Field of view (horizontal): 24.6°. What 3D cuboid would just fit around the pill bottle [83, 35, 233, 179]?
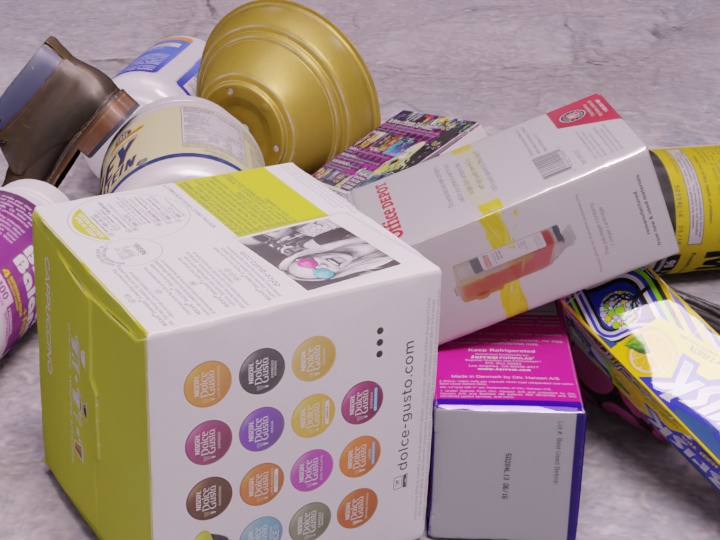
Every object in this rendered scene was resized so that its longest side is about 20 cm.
[{"bbox_3d":[-0.201,-0.153,1.630,0.112,0.112,0.200,8,26,11],"label":"pill bottle"}]

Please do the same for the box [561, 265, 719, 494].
[{"bbox_3d":[0.227,0.082,1.118,0.064,0.070,0.200,-39,63,-7],"label":"box"}]

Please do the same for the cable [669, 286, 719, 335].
[{"bbox_3d":[0.251,0.035,1.386,0.199,0.050,0.097,22,11,11],"label":"cable"}]

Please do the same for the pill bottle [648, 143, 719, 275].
[{"bbox_3d":[0.322,-0.057,1.477,0.199,0.115,0.114,-5,26,-16],"label":"pill bottle"}]

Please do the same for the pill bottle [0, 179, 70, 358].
[{"bbox_3d":[-0.293,0.001,1.289,0.112,0.113,0.200,8,26,11],"label":"pill bottle"}]

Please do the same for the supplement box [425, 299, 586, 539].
[{"bbox_3d":[0.095,0.090,1.151,0.103,0.102,0.200,2,24,1],"label":"supplement box"}]

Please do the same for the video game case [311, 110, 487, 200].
[{"bbox_3d":[0.005,-0.068,1.399,0.181,0.036,0.200,-38,16,-9],"label":"video game case"}]

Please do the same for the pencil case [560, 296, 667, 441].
[{"bbox_3d":[0.187,0.050,1.260,0.093,0.091,0.200,-27,39,-26],"label":"pencil case"}]

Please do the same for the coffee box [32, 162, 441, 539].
[{"bbox_3d":[-0.086,0.067,1.064,0.197,0.200,0.200,-12,29,-27],"label":"coffee box"}]

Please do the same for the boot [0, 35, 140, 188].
[{"bbox_3d":[-0.291,-0.110,1.428,0.097,0.200,0.075,46,14,-10],"label":"boot"}]

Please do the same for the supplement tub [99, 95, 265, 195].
[{"bbox_3d":[-0.148,-0.057,1.391,0.144,0.146,0.200,-1,25,-8],"label":"supplement tub"}]

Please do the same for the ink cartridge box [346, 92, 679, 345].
[{"bbox_3d":[0.101,-0.035,1.150,0.199,0.084,0.145,-21,22,3],"label":"ink cartridge box"}]

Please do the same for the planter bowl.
[{"bbox_3d":[-0.087,-0.141,1.513,0.200,0.201,0.083,15,30,25],"label":"planter bowl"}]
